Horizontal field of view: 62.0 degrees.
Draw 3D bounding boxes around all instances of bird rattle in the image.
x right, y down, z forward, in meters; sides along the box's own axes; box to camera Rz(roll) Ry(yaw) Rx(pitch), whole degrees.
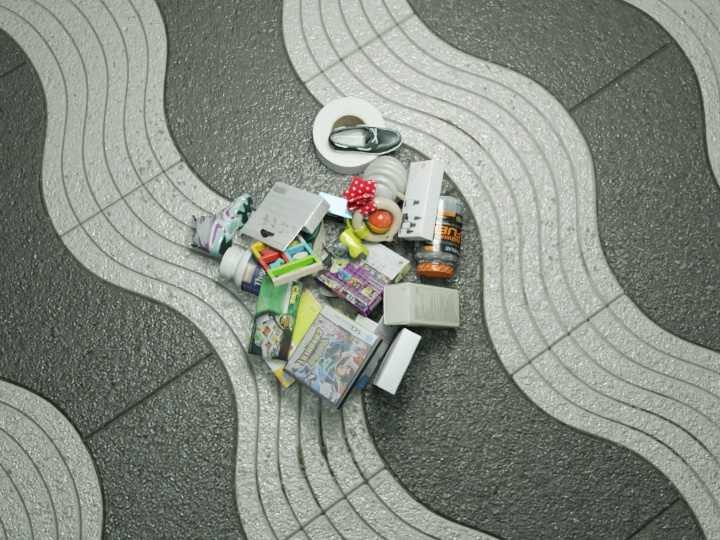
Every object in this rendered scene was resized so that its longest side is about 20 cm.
[{"bbox_3d":[0.026,-0.139,1.520,0.162,0.113,0.201,5,121,-16],"label":"bird rattle"}]

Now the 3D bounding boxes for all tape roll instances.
[{"bbox_3d":[-0.030,-0.370,1.658,0.202,0.071,0.203,0,80,-1],"label":"tape roll"}]

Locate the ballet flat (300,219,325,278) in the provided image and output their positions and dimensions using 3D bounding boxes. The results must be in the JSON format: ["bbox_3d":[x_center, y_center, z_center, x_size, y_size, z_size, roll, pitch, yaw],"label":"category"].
[{"bbox_3d":[-0.125,-0.060,1.591,0.067,0.062,0.200,-21,39,31],"label":"ballet flat"}]

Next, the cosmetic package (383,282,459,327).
[{"bbox_3d":[0.157,0.092,1.520,0.200,0.087,0.104,11,76,-44],"label":"cosmetic package"}]

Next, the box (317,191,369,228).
[{"bbox_3d":[-0.023,-0.152,1.616,0.199,0.082,0.049,17,81,2],"label":"box"}]

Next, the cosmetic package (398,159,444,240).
[{"bbox_3d":[0.155,-0.179,1.540,0.051,0.082,0.201,16,80,-44],"label":"cosmetic package"}]

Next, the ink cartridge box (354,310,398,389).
[{"bbox_3d":[0.011,0.191,1.536,0.068,0.116,0.200,26,79,31],"label":"ink cartridge box"}]

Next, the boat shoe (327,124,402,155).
[{"bbox_3d":[0.014,-0.348,1.589,0.199,0.060,0.076,-8,81,-2],"label":"boat shoe"}]

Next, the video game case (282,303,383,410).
[{"bbox_3d":[-0.070,0.208,1.475,0.180,0.026,0.200,29,81,26],"label":"video game case"}]

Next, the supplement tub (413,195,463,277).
[{"bbox_3d":[0.205,-0.088,1.589,0.122,0.123,0.201,6,81,0],"label":"supplement tub"}]

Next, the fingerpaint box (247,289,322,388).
[{"bbox_3d":[-0.161,0.179,1.562,0.200,0.073,0.167,-39,83,-6],"label":"fingerpaint box"}]

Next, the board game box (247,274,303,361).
[{"bbox_3d":[-0.213,0.119,1.503,0.104,0.023,0.201,12,93,4],"label":"board game box"}]

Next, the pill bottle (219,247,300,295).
[{"bbox_3d":[-0.260,0.009,1.569,0.199,0.111,0.111,19,81,2],"label":"pill bottle"}]

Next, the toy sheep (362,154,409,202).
[{"bbox_3d":[0.067,-0.232,1.603,0.137,0.138,0.200,19,44,2],"label":"toy sheep"}]

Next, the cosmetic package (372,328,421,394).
[{"bbox_3d":[0.087,0.227,1.494,0.052,0.200,0.151,28,80,3],"label":"cosmetic package"}]

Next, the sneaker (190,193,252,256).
[{"bbox_3d":[-0.387,-0.138,1.611,0.139,0.078,0.200,15,59,20],"label":"sneaker"}]

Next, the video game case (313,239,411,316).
[{"bbox_3d":[0.000,0.000,1.560,0.200,0.036,0.181,33,70,30],"label":"video game case"}]

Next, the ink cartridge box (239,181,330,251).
[{"bbox_3d":[-0.199,-0.135,1.569,0.200,0.045,0.176,24,74,41],"label":"ink cartridge box"}]

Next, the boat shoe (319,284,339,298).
[{"bbox_3d":[-0.008,0.035,1.601,0.199,0.057,0.067,-19,63,0],"label":"boat shoe"}]

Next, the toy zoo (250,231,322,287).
[{"bbox_3d":[-0.194,-0.041,1.509,0.131,0.021,0.200,-21,41,-19],"label":"toy zoo"}]
